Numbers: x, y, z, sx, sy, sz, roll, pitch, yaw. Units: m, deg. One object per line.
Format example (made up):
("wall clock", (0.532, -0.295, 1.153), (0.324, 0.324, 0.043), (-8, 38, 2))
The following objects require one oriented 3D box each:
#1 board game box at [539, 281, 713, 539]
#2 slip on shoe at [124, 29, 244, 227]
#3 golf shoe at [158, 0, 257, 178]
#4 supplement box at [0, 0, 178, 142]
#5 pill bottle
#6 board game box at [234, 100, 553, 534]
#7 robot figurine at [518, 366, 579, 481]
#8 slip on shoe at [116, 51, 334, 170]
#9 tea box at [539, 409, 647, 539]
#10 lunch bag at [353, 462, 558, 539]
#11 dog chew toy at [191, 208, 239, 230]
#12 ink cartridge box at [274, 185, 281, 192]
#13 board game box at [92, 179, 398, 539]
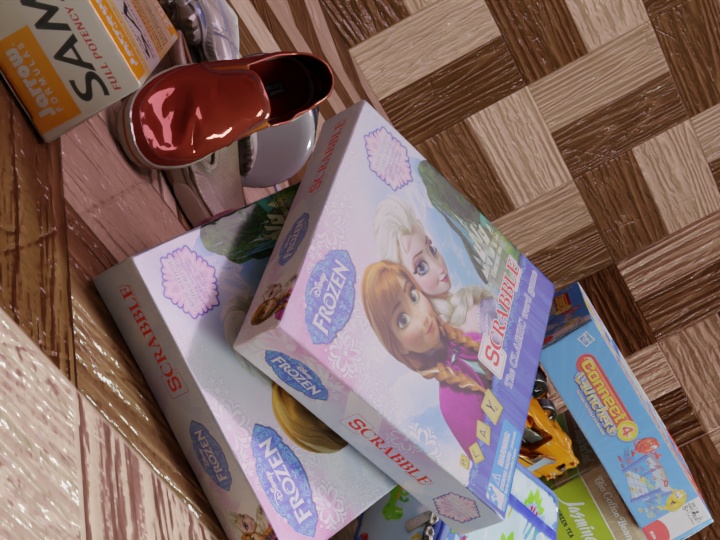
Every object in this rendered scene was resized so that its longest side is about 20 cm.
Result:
("board game box", (0.222, 0.121, 1.258), (0.200, 0.056, 0.196), (58, 9, -5))
("slip on shoe", (-0.123, -0.094, 1.131), (0.200, 0.060, 0.076), (62, 8, -6))
("golf shoe", (-0.119, -0.175, 1.188), (0.097, 0.078, 0.200), (-53, 136, -45))
("supplement box", (-0.188, -0.173, 0.929), (0.126, 0.073, 0.200), (60, 9, -16))
("pill bottle", (-0.091, -0.145, 1.333), (0.106, 0.106, 0.200), (61, 7, -12))
("board game box", (0.032, 0.027, 0.904), (0.199, 0.041, 0.200), (41, 44, -24))
("robot figurine", (0.094, 0.089, 1.120), (0.200, 0.058, 0.145), (35, 28, -42))
("slip on shoe", (-0.099, -0.127, 1.081), (0.200, 0.061, 0.074), (-23, 98, -41))
("tea box", (0.159, 0.245, 1.328), (0.134, 0.196, 0.200), (61, 7, -7))
("lunch bag", (0.072, 0.202, 1.046), (0.200, 0.082, 0.161), (46, 57, -51))
("dog chew toy", (-0.051, 0.029, 1.011), (0.200, 0.124, 0.125), (45, 17, -39))
("ink cartridge box", (-0.048, 0.003, 1.377), (0.200, 0.039, 0.100), (56, 11, -49))
("board game box", (-0.041, 0.055, 0.888), (0.199, 0.041, 0.200), (-30, 92, -50))
